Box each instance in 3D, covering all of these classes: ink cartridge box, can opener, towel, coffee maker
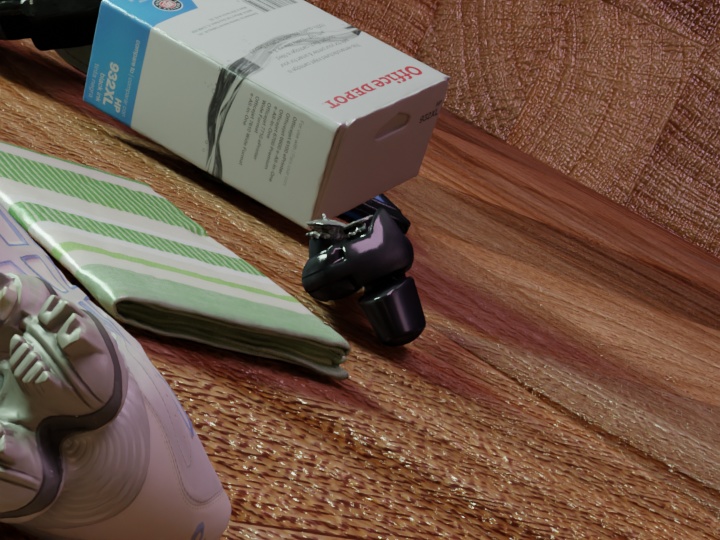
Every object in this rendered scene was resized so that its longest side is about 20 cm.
[{"bbox_3d":[-0.064,-0.124,1.255,0.200,0.084,0.145,30,32,21],"label":"ink cartridge box"},{"bbox_3d":[0.000,0.000,1.053,0.063,0.079,0.200,-13,5,2],"label":"can opener"},{"bbox_3d":[-0.110,-0.011,0.865,0.152,0.023,0.200,17,14,-46],"label":"towel"},{"bbox_3d":[-0.217,-0.226,1.363,0.192,0.135,0.200,16,1,-4],"label":"coffee maker"}]

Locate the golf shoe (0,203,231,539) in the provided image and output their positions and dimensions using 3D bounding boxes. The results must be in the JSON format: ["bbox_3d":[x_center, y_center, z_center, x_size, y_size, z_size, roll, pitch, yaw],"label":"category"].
[{"bbox_3d":[-0.109,0.024,0.544,0.097,0.078,0.200,42,1,-43],"label":"golf shoe"}]

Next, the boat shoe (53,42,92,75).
[{"bbox_3d":[-0.171,-0.163,1.482,0.199,0.075,0.066,20,-23,18],"label":"boat shoe"}]

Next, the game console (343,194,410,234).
[{"bbox_3d":[-0.034,-0.128,1.485,0.170,0.119,0.200,23,9,-17],"label":"game console"}]

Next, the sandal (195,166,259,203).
[{"bbox_3d":[-0.098,-0.100,1.331,0.082,0.055,0.200,21,11,-23],"label":"sandal"}]
